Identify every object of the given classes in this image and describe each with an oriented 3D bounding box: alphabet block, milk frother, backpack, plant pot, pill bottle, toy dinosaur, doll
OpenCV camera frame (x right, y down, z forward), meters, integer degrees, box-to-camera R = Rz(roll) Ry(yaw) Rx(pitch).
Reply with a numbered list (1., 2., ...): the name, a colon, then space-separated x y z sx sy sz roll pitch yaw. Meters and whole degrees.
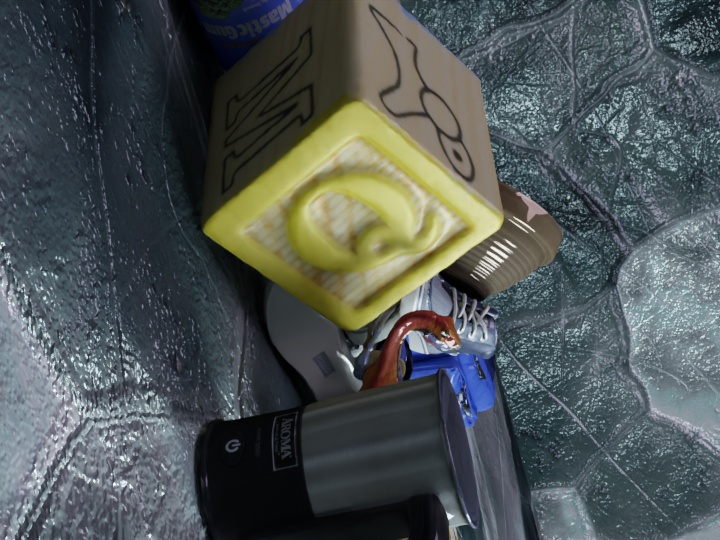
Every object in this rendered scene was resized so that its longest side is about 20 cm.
1. alphabet block: -0.009 -0.106 1.068 0.194 0.196 0.202 34 34 -30
2. milk frother: 0.000 0.196 0.912 0.200 0.185 0.183 59 21 -58
3. backpack: 0.095 0.104 1.601 0.169 0.160 0.202 -88 163 -53
4. plant pot: 0.099 -0.030 1.229 0.094 0.198 0.201 -66 159 -12
5. pill bottle: -0.098 -0.245 1.148 0.201 0.110 0.113 64 16 -47
6. toy dinosaur: 0.026 0.124 1.043 0.201 0.104 0.183 -60 166 -45
7. doll: 0.032 0.096 1.261 0.200 0.048 0.139 -55 145 -83

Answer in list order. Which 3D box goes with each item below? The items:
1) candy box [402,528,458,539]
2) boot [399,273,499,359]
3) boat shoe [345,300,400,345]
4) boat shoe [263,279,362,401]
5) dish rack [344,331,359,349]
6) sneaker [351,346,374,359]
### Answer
1. candy box: 0.056 0.265 1.088 0.200 0.054 0.117 -63 143 -76
2. boot: 0.090 0.037 1.168 0.200 0.089 0.074 63 35 -73
3. boat shoe: 0.001 -0.001 1.229 0.072 0.069 0.202 60 13 -28
4. boat shoe: -0.049 0.055 1.176 0.069 0.072 0.201 57 0 44
5. dish rack: -0.056 -0.023 1.255 0.201 0.054 0.155 64 15 -49
6. sneaker: 0.016 0.077 1.447 0.200 0.078 0.131 -81 157 -63
